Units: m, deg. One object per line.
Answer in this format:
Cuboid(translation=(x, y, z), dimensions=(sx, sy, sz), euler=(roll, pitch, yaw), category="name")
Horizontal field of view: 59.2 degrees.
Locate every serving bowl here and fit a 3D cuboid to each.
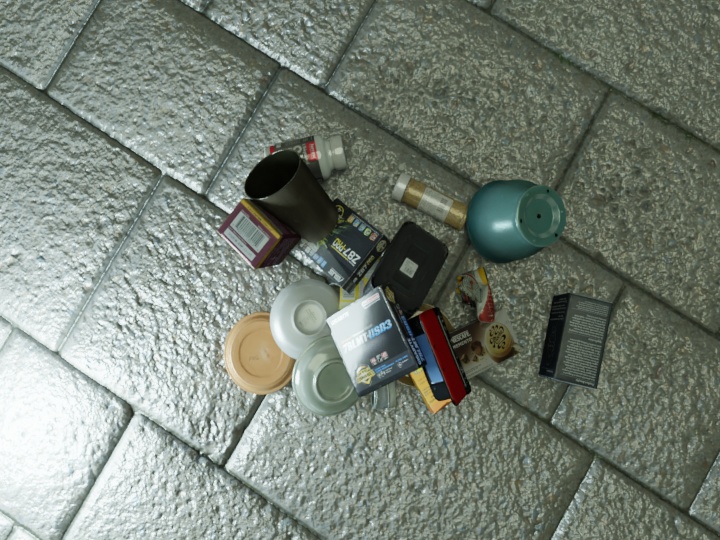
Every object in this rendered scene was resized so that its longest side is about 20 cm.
Cuboid(translation=(-0.126, 0.119, 1.559), dimensions=(0.193, 0.066, 0.207), euler=(1, 82, -7), category="serving bowl")

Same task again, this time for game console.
Cuboid(translation=(0.154, 0.198, 1.400), dimensions=(0.117, 0.171, 0.205), euler=(-17, 82, -38), category="game console")

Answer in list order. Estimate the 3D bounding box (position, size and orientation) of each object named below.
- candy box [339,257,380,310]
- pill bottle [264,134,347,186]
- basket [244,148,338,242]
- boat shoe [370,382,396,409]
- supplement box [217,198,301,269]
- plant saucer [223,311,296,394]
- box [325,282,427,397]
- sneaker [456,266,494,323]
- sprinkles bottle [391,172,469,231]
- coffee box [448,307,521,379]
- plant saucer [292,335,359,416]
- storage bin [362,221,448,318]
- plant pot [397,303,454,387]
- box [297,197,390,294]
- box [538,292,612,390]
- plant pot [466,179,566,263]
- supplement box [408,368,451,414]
Cuboid(translation=(0.000, 0.000, 1.578), dimensions=(0.099, 0.027, 0.206), euler=(3, 72, -1), category="candy box")
Cuboid(translation=(-0.135, -0.274, 1.586), dimensions=(0.194, 0.111, 0.114), euler=(-14, 85, 2), category="pill bottle")
Cuboid(translation=(-0.149, -0.169, 1.510), dimensions=(0.177, 0.200, 0.139), euler=(-4, 57, 39), category="basket")
Cuboid(translation=(0.037, 0.233, 1.527), dimensions=(0.069, 0.070, 0.208), euler=(-9, 89, -13), category="boat shoe")
Cuboid(translation=(-0.238, -0.089, 1.525), dimensions=(0.131, 0.200, 0.104), euler=(43, 99, 6), category="supplement box")
Cuboid(translation=(-0.248, 0.207, 1.592), dimensions=(0.193, 0.032, 0.207), euler=(0, 85, 3), category="plant saucer")
Cuboid(translation=(0.031, 0.161, 1.451), dimensions=(0.198, 0.049, 0.203), euler=(-31, 81, 37), category="box")
Cuboid(translation=(0.273, 0.066, 1.513), dimensions=(0.080, 0.201, 0.080), euler=(-13, 114, 7), category="sneaker")
Cuboid(translation=(0.176, -0.171, 1.586), dimensions=(0.196, 0.068, 0.070), euler=(27, 87, 4), category="sprinkles bottle")
Cuboid(translation=(0.272, 0.181, 1.508), dimensions=(0.196, 0.080, 0.116), euler=(-19, 84, -27), category="coffee box")
Cuboid(translation=(-0.066, 0.262, 1.531), dimensions=(0.194, 0.050, 0.207), euler=(-4, 102, -18), category="plant saucer")
Cuboid(translation=(0.109, 0.004, 1.530), dimensions=(0.133, 0.094, 0.203), euler=(33, 68, -1), category="storage bin")
Cuboid(translation=(0.142, 0.185, 1.579), dimensions=(0.193, 0.027, 0.207), euler=(0, 86, 2), category="plant pot")
Cuboid(translation=(-0.043, -0.064, 1.550), dimensions=(0.162, 0.049, 0.199), euler=(-50, 52, 1), category="box")
Cuboid(translation=(0.507, 0.166, 1.504), dimensions=(0.104, 0.148, 0.206), euler=(13, 86, 4), category="box")
Cuboid(translation=(0.376, -0.120, 1.486), dimensions=(0.194, 0.187, 0.207), euler=(0, 90, -18), category="plant pot")
Cuboid(translation=(0.145, 0.241, 1.529), dimensions=(0.066, 0.069, 0.203), euler=(-32, 83, -3), category="supplement box")
